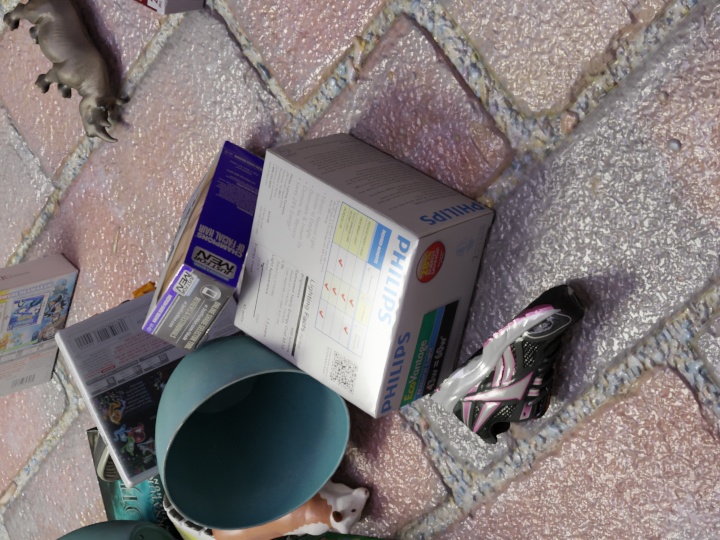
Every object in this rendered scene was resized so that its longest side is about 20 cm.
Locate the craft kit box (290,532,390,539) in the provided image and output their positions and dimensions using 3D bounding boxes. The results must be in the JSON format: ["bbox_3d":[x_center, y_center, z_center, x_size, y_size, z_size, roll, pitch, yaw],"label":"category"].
[{"bbox_3d":[-0.045,0.325,1.597,0.196,0.199,0.049,1,103,42],"label":"craft kit box"}]

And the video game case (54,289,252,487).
[{"bbox_3d":[-0.203,0.111,1.683,0.183,0.199,0.023,62,154,9],"label":"video game case"}]

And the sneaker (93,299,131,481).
[{"bbox_3d":[-0.275,0.141,1.833,0.106,0.075,0.201,33,102,38],"label":"sneaker"}]

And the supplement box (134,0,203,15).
[{"bbox_3d":[-0.249,-0.359,1.672,0.199,0.061,0.110,30,122,34],"label":"supplement box"}]

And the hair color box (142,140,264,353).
[{"bbox_3d":[-0.155,-0.027,1.597,0.064,0.201,0.110,25,131,-14],"label":"hair color box"}]

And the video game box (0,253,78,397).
[{"bbox_3d":[-0.452,0.081,1.902,0.047,0.199,0.183,42,127,27],"label":"video game box"}]

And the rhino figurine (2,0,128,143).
[{"bbox_3d":[-0.329,-0.233,1.786,0.087,0.060,0.201,-34,82,33],"label":"rhino figurine"}]

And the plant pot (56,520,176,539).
[{"bbox_3d":[-0.270,0.366,1.792,0.135,0.200,0.201,-43,72,23],"label":"plant pot"}]

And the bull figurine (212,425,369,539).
[{"bbox_3d":[-0.086,0.241,1.687,0.199,0.065,0.123,-21,70,27],"label":"bull figurine"}]

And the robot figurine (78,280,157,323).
[{"bbox_3d":[-0.222,0.122,1.730,0.201,0.144,0.058,60,174,4],"label":"robot figurine"}]

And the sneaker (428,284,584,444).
[{"bbox_3d":[0.152,0.091,1.439,0.086,0.080,0.200,48,139,6],"label":"sneaker"}]

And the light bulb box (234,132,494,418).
[{"bbox_3d":[0.000,0.000,1.505,0.199,0.124,0.200,31,121,32],"label":"light bulb box"}]

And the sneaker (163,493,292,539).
[{"bbox_3d":[-0.138,0.317,1.780,0.199,0.078,0.091,37,152,22],"label":"sneaker"}]

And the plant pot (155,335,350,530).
[{"bbox_3d":[-0.126,0.144,1.596,0.135,0.198,0.202,54,137,48],"label":"plant pot"}]

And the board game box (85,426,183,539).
[{"bbox_3d":[-0.266,0.288,1.911,0.134,0.028,0.202,-7,98,43],"label":"board game box"}]
